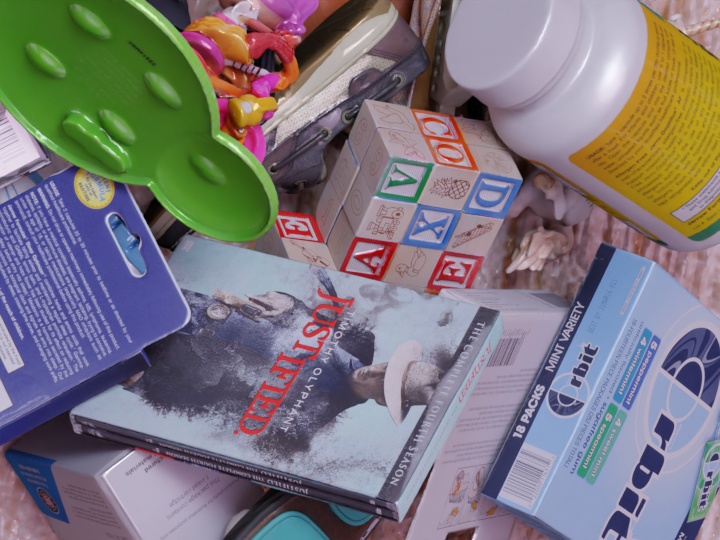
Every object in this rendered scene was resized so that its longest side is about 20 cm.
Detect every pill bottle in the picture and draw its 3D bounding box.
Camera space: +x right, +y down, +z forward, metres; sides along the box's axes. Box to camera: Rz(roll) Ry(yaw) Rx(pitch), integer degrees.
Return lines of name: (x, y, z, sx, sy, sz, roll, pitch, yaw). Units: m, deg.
pill bottle: (0.145, -0.099, 1.682, 0.200, 0.113, 0.113, 30, 82, -36)

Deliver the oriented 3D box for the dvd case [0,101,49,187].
dvd case: (-0.291, -0.078, 1.596, 0.200, 0.022, 0.146, -28, 102, 0)

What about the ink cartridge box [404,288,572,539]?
ink cartridge box: (0.065, 0.099, 1.735, 0.045, 0.200, 0.177, 25, 98, 20)

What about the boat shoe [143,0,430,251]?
boat shoe: (-0.042, -0.076, 1.702, 0.201, 0.072, 0.066, -44, 104, 4)

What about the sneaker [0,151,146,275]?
sneaker: (-0.191, -0.025, 1.670, 0.200, 0.075, 0.087, 44, 84, -13)

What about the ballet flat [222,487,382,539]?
ballet flat: (-0.029, 0.138, 1.594, 0.200, 0.068, 0.068, -46, 112, -24)

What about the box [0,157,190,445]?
box: (-0.199, 0.030, 1.587, 0.200, 0.032, 0.121, -28, 68, 0)

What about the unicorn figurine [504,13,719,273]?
unicorn figurine: (0.139, -0.096, 1.800, 0.137, 0.074, 0.200, 5, 116, -58)

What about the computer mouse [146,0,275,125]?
computer mouse: (-0.132, -0.165, 1.662, 0.200, 0.046, 0.141, 17, 62, -1)

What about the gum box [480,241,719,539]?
gum box: (0.170, 0.098, 1.800, 0.200, 0.044, 0.170, 37, 77, -54)

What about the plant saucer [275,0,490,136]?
plant saucer: (0.025, -0.176, 1.768, 0.200, 0.032, 0.201, -3, 97, -24)

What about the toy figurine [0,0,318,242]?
toy figurine: (-0.084, -0.144, 1.587, 0.200, 0.150, 0.184, 42, 53, -11)

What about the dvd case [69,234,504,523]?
dvd case: (-0.040, 0.055, 1.590, 0.146, 0.200, 0.022, -59, 153, -36)

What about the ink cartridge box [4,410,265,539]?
ink cartridge box: (-0.100, 0.168, 1.678, 0.086, 0.146, 0.200, -39, 109, -21)

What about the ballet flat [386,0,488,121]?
ballet flat: (0.050, -0.098, 1.732, 0.068, 0.067, 0.201, 5, 93, -24)

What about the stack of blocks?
stack of blocks: (0.000, 0.000, 1.701, 0.115, 0.059, 0.200, 8, 125, -25)
